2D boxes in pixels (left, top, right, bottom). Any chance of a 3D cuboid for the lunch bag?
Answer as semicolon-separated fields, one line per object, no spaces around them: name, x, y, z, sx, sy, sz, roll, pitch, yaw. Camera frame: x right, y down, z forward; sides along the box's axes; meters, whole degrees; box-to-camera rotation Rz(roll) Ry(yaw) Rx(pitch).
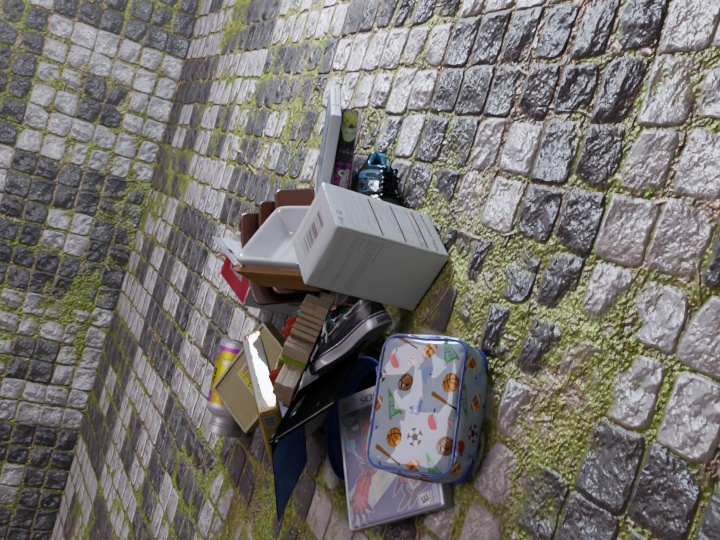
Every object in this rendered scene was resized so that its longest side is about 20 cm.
lunch bag;0.086;0.181;1.132;0.160;0.075;0.201;-1;71;38

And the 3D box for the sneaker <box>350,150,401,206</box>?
sneaker;0.033;-0.140;1.442;0.082;0.073;0.200;-64;29;23

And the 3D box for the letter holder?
letter holder;-0.150;-0.047;1.605;0.101;0.141;0.201;124;138;-59

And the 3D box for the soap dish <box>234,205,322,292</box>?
soap dish;-0.107;-0.038;1.459;0.199;0.081;0.158;3;48;46

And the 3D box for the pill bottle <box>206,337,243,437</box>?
pill bottle;-0.271;0.252;1.789;0.104;0.104;0.201;1;77;62

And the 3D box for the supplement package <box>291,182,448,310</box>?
supplement package;0.014;-0.035;1.287;0.117;0.199;0.118;-58;32;29

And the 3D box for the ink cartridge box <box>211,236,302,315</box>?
ink cartridge box;-0.219;0.010;1.734;0.200;0.175;0.084;39;112;61

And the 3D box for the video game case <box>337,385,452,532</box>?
video game case;0.043;0.260;1.209;0.182;0.023;0.201;-28;57;36

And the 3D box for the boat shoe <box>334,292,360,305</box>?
boat shoe;0.000;0.000;1.449;0.200;0.059;0.072;-52;35;37

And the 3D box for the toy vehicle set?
toy vehicle set;-0.206;0.215;1.670;0.124;0.026;0.200;50;116;21

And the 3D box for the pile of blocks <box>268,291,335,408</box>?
pile of blocks;-0.107;0.124;1.389;0.082;0.062;0.201;103;-170;-69

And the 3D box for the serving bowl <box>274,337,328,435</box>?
serving bowl;-0.095;0.209;1.518;0.200;0.065;0.201;-36;47;51

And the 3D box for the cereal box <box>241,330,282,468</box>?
cereal box;-0.165;0.222;1.459;0.200;0.039;0.144;-112;11;-49

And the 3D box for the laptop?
laptop;-0.066;0.258;1.315;0.200;0.116;0.187;-35;8;18

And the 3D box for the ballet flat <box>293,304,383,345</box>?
ballet flat;-0.028;0.085;1.444;0.199;0.063;0.069;10;103;37

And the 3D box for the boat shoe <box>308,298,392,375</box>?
boat shoe;-0.029;0.104;1.360;0.199;0.073;0.068;-45;66;44

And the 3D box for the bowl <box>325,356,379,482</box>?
bowl;0.008;0.240;1.337;0.200;0.039;0.202;-36;46;51

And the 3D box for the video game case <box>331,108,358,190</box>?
video game case;-0.041;-0.179;1.573;0.200;0.036;0.182;118;159;-71

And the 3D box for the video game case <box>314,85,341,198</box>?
video game case;-0.062;-0.221;1.542;0.182;0.023;0.201;-95;15;-62
